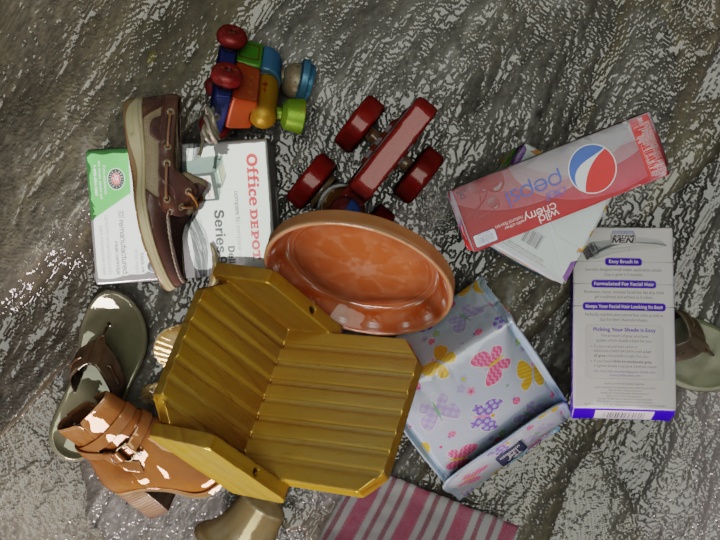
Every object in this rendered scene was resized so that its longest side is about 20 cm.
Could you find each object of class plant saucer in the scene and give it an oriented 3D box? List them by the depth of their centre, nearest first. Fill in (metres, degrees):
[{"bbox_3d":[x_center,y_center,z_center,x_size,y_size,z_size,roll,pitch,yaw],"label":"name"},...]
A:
[{"bbox_3d":[0.000,0.000,1.251,0.198,0.201,0.033,17,58,-2],"label":"plant saucer"}]

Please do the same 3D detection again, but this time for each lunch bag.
[{"bbox_3d":[0.127,0.141,1.328,0.169,0.127,0.201,-33,122,2],"label":"lunch bag"}]

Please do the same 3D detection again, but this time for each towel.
[{"bbox_3d":[0.062,0.290,1.323,0.198,0.147,0.030,21,128,10],"label":"towel"}]

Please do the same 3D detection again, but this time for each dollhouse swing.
[{"bbox_3d":[-0.069,0.111,1.221,0.182,0.174,0.202,42,56,-36],"label":"dollhouse swing"}]

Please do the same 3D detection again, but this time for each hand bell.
[{"bbox_3d":[-0.088,0.227,1.337,0.103,0.104,0.201,31,98,-2],"label":"hand bell"}]

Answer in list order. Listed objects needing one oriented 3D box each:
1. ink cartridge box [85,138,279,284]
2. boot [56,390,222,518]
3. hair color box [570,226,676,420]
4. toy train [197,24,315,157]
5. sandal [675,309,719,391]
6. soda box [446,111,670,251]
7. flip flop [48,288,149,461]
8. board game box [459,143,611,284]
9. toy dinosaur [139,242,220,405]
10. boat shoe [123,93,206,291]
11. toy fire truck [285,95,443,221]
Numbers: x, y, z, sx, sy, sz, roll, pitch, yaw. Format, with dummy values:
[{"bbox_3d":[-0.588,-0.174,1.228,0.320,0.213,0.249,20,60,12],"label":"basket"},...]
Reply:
[{"bbox_3d":[-0.190,-0.066,1.338,0.197,0.084,0.148,-5,94,-1],"label":"ink cartridge box"},{"bbox_3d":[-0.218,0.179,1.317,0.199,0.074,0.155,-33,113,22],"label":"boot"},{"bbox_3d":[0.280,0.057,1.318,0.108,0.065,0.203,1,75,8],"label":"hair color box"},{"bbox_3d":[-0.108,-0.168,1.290,0.114,0.201,0.085,11,133,-11],"label":"toy train"},{"bbox_3d":[0.338,0.072,1.365,0.199,0.057,0.080,29,88,0],"label":"sandal"},{"bbox_3d":[0.184,-0.082,1.148,0.198,0.070,0.064,-21,92,2],"label":"soda box"},{"bbox_3d":[-0.295,0.120,1.360,0.080,0.058,0.202,23,93,-2],"label":"flip flop"},{"bbox_3d":[0.179,-0.060,1.285,0.104,0.200,0.104,29,92,-2],"label":"board game box"},{"bbox_3d":[-0.167,0.081,1.302,0.100,0.058,0.201,24,107,-17],"label":"toy dinosaur"},{"bbox_3d":[-0.194,-0.082,1.261,0.071,0.072,0.203,-9,87,0],"label":"boat shoe"},{"bbox_3d":[0.004,-0.097,1.297,0.112,0.168,0.200,40,92,-3],"label":"toy fire truck"}]
